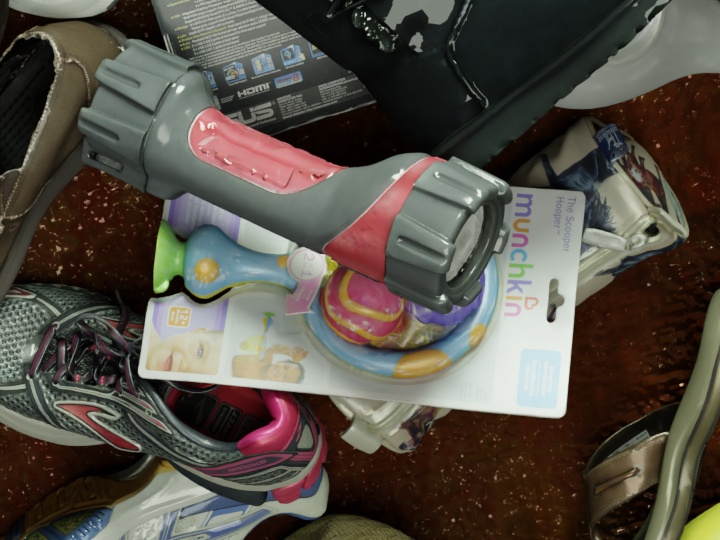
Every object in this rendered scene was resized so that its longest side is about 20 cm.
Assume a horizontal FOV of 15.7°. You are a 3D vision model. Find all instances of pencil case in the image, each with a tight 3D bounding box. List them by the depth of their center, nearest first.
[{"bbox_3d":[0.066,0.009,1.292,0.200,0.089,0.078,-38,111,10],"label":"pencil case"}]

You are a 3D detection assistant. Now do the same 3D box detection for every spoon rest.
[{"bbox_3d":[0.151,-0.115,1.249,0.200,0.061,0.099,13,95,-19],"label":"spoon rest"}]

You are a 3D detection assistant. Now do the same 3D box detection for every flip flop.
[{"bbox_3d":[0.148,0.097,1.347,0.058,0.081,0.200,20,108,6],"label":"flip flop"}]

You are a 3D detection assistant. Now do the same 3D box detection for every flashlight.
[{"bbox_3d":[-0.031,-0.048,1.181,0.200,0.068,0.068,27,144,22],"label":"flashlight"}]

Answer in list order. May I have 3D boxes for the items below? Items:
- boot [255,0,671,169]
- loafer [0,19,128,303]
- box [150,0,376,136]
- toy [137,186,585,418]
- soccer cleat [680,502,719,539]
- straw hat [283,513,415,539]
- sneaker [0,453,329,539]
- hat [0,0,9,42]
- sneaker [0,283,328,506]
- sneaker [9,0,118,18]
[{"bbox_3d":[0.047,-0.152,1.155,0.168,0.076,0.200,45,115,-8],"label":"boot"},{"bbox_3d":[-0.189,-0.043,1.242,0.073,0.071,0.200,38,97,27],"label":"loafer"},{"bbox_3d":[-0.006,-0.160,1.238,0.200,0.049,0.161,-18,114,0],"label":"box"},{"bbox_3d":[0.000,0.000,1.214,0.200,0.047,0.115,4,69,8],"label":"toy"},{"bbox_3d":[0.253,0.106,1.367,0.200,0.065,0.084,-18,106,-2],"label":"soccer cleat"},{"bbox_3d":[-0.004,0.172,1.346,0.201,0.201,0.085,6,69,-9],"label":"straw hat"},{"bbox_3d":[-0.107,0.141,1.332,0.200,0.075,0.088,-32,112,7],"label":"sneaker"},{"bbox_3d":[-0.250,-0.098,1.173,0.200,0.081,0.201,-2,147,-1],"label":"hat"},{"bbox_3d":[-0.111,0.049,1.265,0.200,0.075,0.081,16,73,12],"label":"sneaker"},{"bbox_3d":[-0.193,-0.172,1.194,0.200,0.087,0.075,30,103,-18],"label":"sneaker"}]
